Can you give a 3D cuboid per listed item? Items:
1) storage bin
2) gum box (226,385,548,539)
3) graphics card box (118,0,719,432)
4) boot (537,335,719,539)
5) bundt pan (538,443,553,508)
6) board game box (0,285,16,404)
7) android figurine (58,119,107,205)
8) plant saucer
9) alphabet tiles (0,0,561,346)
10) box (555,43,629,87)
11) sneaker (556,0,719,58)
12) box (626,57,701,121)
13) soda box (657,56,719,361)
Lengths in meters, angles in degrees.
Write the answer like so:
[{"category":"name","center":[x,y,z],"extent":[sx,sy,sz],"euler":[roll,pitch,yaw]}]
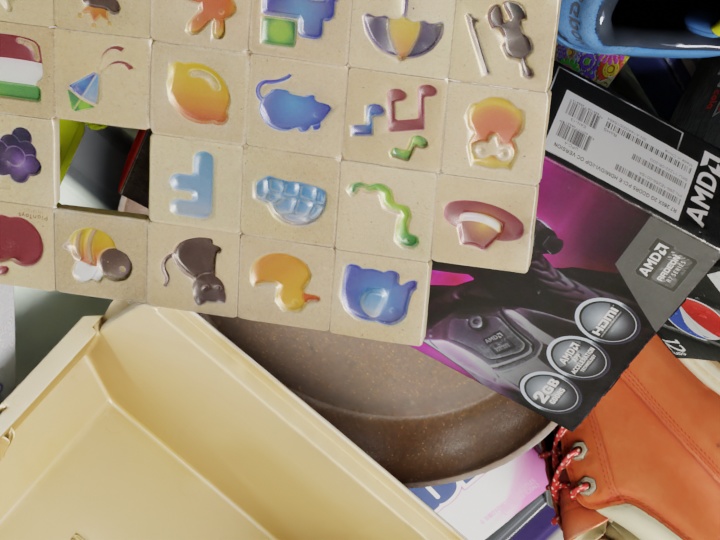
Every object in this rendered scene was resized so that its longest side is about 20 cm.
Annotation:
[{"category":"storage bin","center":[-0.086,0.138,0.795],"extent":[0.200,0.198,0.094],"euler":[-50,180,-34]},{"category":"gum box","center":[-0.024,0.110,0.948],"extent":[0.200,0.066,0.114],"euler":[-39,129,4]},{"category":"graphics card box","center":[0.022,-0.033,0.735],"extent":[0.200,0.051,0.126],"euler":[28,139,-4]},{"category":"boot","center":[0.100,0.061,0.888],"extent":[0.107,0.200,0.075],"euler":[-46,161,-23]},{"category":"bundt pan","center":[0.179,0.068,1.007],"extent":[0.201,0.076,0.202],"euler":[-12,126,-17]},{"category":"board game box","center":[-0.211,0.016,0.758],"extent":[0.199,0.041,0.200],"euler":[-34,139,-45]},{"category":"android figurine","center":[-0.154,-0.067,0.710],"extent":[0.200,0.041,0.182],"euler":[35,79,-58]},{"category":"plant saucer","center":[0.000,0.000,0.827],"extent":[0.200,0.035,0.201],"euler":[7,124,11]},{"category":"alphabet tiles","center":[-0.037,-0.058,0.682],"extent":[0.199,0.008,0.168],"euler":[8,117,7]},{"category":"box","center":[0.057,-0.208,0.743],"extent":[0.192,0.122,0.200],"euler":[23,110,-35]},{"category":"sneaker","center":[0.148,-0.106,0.728],"extent":[0.200,0.078,0.066],"euler":[-9,124,-22]},{"category":"box","center":[0.197,-0.073,0.912],"extent":[0.121,0.032,0.200],"euler":[-49,123,-18]},{"category":"soda box","center":[0.174,-0.061,0.818],"extent":[0.071,0.063,0.200],"euler":[46,62,-35]}]
